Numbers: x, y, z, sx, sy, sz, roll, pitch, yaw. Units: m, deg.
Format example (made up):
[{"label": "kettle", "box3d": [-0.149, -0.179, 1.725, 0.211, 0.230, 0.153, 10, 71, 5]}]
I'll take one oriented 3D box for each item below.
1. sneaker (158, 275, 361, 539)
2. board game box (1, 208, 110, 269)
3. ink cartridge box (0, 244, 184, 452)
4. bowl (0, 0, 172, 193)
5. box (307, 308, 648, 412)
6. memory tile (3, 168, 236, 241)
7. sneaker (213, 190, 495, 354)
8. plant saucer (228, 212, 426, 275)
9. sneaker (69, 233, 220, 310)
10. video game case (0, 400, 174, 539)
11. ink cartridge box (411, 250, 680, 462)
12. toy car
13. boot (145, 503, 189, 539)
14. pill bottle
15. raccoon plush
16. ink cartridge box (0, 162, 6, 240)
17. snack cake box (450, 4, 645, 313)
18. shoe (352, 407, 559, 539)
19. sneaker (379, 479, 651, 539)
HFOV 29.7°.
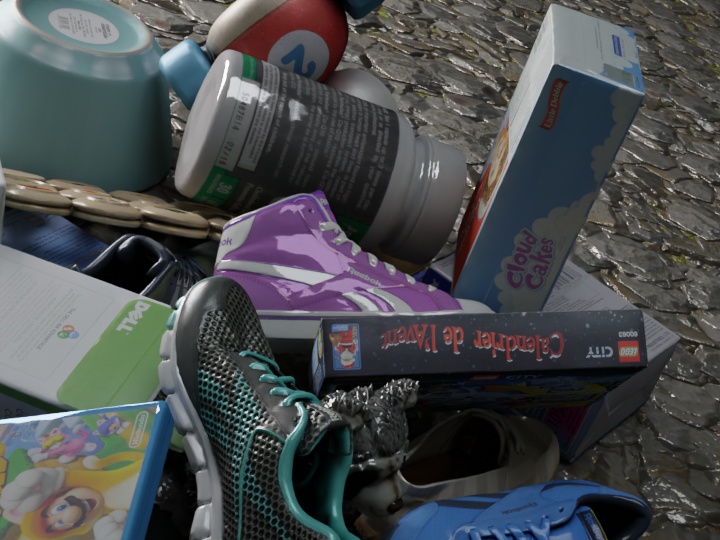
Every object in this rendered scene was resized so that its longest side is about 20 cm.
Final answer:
[{"label": "sneaker", "box3d": [-0.042, 0.083, 0.683, 0.077, 0.091, 0.201, 24, 43, -48]}, {"label": "board game box", "box3d": [-0.245, 0.010, 0.905, 0.103, 0.020, 0.200, 30, 30, 16]}, {"label": "ink cartridge box", "box3d": [-0.172, 0.055, 0.775, 0.199, 0.060, 0.104, 19, 38, 10]}, {"label": "bowl", "box3d": [-0.237, -0.157, 1.103, 0.200, 0.105, 0.201, 17, 30, -10]}, {"label": "box", "box3d": [0.069, 0.061, 0.874, 0.199, 0.137, 0.038, -1, 74, -7]}, {"label": "memory tile", "box3d": [-0.173, -0.047, 0.989, 0.199, 0.017, 0.153, 9, 6, -24]}, {"label": "sneaker", "box3d": [0.000, 0.000, 0.928, 0.199, 0.073, 0.115, 5, 73, -11]}, {"label": "plant saucer", "box3d": [-0.024, -0.065, 1.166, 0.199, 0.036, 0.201, 17, 29, -10]}, {"label": "sneaker", "box3d": [-0.134, 0.013, 0.912, 0.074, 0.081, 0.200, 32, 30, 16]}, {"label": "video game case", "box3d": [-0.195, 0.124, 0.635, 0.199, 0.018, 0.144, -7, 36, 10]}, {"label": "ink cartridge box", "box3d": [0.127, 0.042, 1.051, 0.200, 0.077, 0.136, 38, 34, 22]}, {"label": "toy car", "box3d": [-0.028, -0.140, 1.109, 0.200, 0.184, 0.177, 54, 4, -4]}, {"label": "boot", "box3d": [-0.112, 0.180, 0.670, 0.197, 0.074, 0.163, 20, 23, -7]}, {"label": "pill bottle", "box3d": [-0.028, -0.079, 1.014, 0.199, 0.113, 0.113, 19, 29, -17]}, {"label": "raccoon plush", "box3d": [-0.061, 0.088, 0.782, 0.199, 0.135, 0.097, 29, 30, 11]}, {"label": "ink cartridge box", "box3d": [-0.319, -0.070, 0.894, 0.143, 0.084, 0.200, 2, 28, -23]}, {"label": "snack cake box", "box3d": [0.128, -0.071, 0.959, 0.067, 0.201, 0.115, 18, 31, -5]}, {"label": "shoe", "box3d": [0.075, 0.129, 0.893, 0.070, 0.054, 0.199, 39, 33, 28]}, {"label": "sneaker", "box3d": [0.095, 0.161, 0.811, 0.199, 0.078, 0.066, -5, 79, -40]}]
